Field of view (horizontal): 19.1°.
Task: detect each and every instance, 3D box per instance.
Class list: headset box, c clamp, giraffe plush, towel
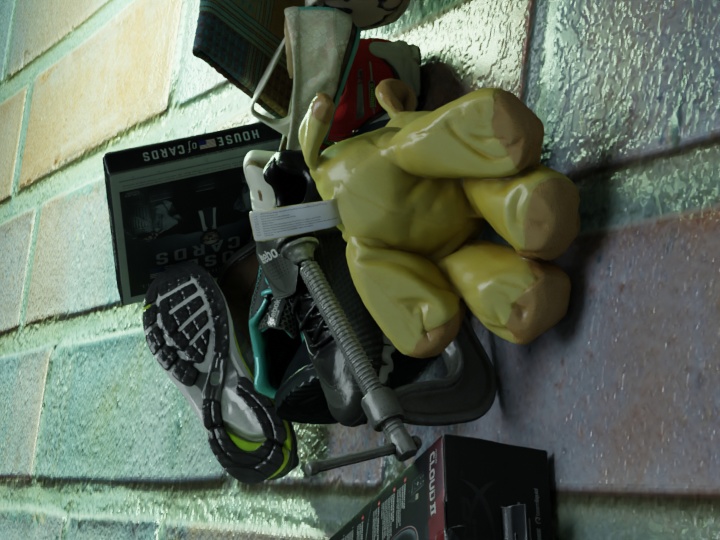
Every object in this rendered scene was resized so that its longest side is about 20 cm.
[{"bbox_3d":[0.052,0.200,1.296,0.200,0.075,0.150,130,144,-53],"label":"headset box"},{"bbox_3d":[0.007,0.033,1.341,0.027,0.170,0.201,-52,51,41],"label":"c clamp"},{"bbox_3d":[0.050,-0.049,1.348,0.162,0.199,0.174,-43,-41,-67],"label":"giraffe plush"},{"bbox_3d":[-0.065,-0.215,1.532,0.022,0.147,0.201,-5,65,32],"label":"towel"}]

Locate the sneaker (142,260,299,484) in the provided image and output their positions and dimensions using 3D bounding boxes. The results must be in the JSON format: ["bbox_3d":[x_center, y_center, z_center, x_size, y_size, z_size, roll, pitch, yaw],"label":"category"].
[{"bbox_3d":[-0.109,0.084,1.683,0.201,0.074,0.081,64,-175,21],"label":"sneaker"}]

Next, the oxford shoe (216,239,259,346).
[{"bbox_3d":[-0.066,0.019,1.698,0.200,0.072,0.085,123,147,-47],"label":"oxford shoe"}]

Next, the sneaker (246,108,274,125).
[{"bbox_3d":[-0.093,-0.078,1.809,0.082,0.073,0.201,-110,37,-48],"label":"sneaker"}]

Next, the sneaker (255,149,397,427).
[{"bbox_3d":[-0.030,0.006,1.415,0.066,0.090,0.201,-30,57,47],"label":"sneaker"}]

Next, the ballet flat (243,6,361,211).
[{"bbox_3d":[-0.052,-0.091,1.498,0.068,0.062,0.201,-104,27,-71],"label":"ballet flat"}]

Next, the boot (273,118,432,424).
[{"bbox_3d":[0.000,0.000,1.520,0.200,0.076,0.169,-43,44,47],"label":"boot"}]

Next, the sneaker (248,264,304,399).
[{"bbox_3d":[-0.046,0.010,1.585,0.091,0.077,0.201,-64,-20,-61],"label":"sneaker"}]

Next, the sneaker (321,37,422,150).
[{"bbox_3d":[-0.024,-0.127,1.635,0.200,0.084,0.077,135,142,-55],"label":"sneaker"}]

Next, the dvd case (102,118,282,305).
[{"bbox_3d":[-0.122,-0.044,1.680,0.200,0.149,0.025,94,161,-59],"label":"dvd case"}]

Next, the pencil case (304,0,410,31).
[{"bbox_3d":[-0.006,-0.268,1.524,0.078,0.089,0.201,-36,49,51],"label":"pencil case"}]
